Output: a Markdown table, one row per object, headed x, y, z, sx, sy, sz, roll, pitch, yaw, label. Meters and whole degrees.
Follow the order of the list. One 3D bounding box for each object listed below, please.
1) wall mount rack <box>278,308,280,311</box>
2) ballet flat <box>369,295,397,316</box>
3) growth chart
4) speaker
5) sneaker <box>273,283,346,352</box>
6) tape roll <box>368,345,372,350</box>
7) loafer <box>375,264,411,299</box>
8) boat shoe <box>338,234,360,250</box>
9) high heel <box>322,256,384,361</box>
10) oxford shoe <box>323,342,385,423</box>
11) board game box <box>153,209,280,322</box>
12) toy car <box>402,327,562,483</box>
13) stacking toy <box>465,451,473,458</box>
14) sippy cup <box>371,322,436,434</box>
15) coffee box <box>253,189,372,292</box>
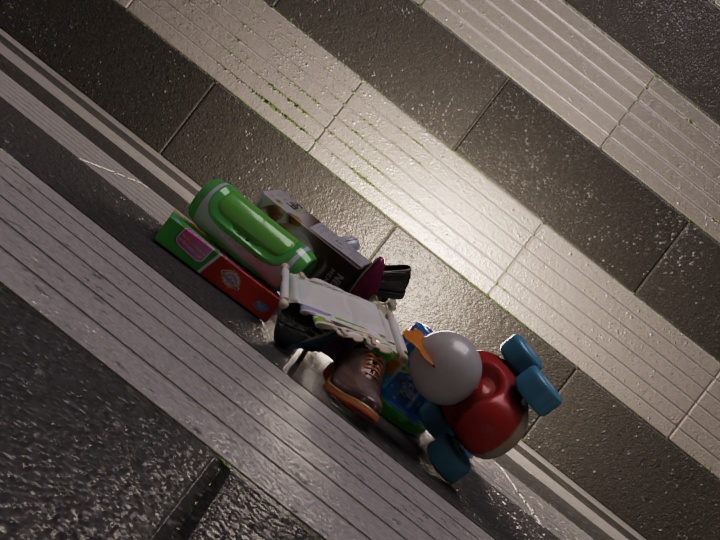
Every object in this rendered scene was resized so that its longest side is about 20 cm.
| x | y | z | sx | sy | sz | roll | pitch | yaw | label |
| --- | --- | --- | --- | --- | --- | --- | --- | --- | --- |
| -0.090 | 0.074 | 1.360 | 0.172 | 0.075 | 0.200 | 5 | -6 | 7 | wall mount rack |
| 0.032 | 0.063 | 1.396 | 0.200 | 0.067 | 0.063 | -83 | 148 | -83 | ballet flat |
| -0.025 | 0.058 | 1.042 | 0.199 | 0.018 | 0.145 | 25 | 21 | -9 | growth chart |
| -0.164 | -0.051 | 1.155 | 0.200 | 0.089 | 0.088 | 39 | 0 | 8 | speaker |
| -0.067 | 0.085 | 1.078 | 0.078 | 0.090 | 0.200 | 33 | 19 | 15 | sneaker |
| 0.052 | 0.182 | 1.333 | 0.202 | 0.071 | 0.202 | 38 | 1 | 0 | tape roll |
| 0.000 | 0.000 | 1.329 | 0.199 | 0.063 | 0.072 | 12 | 25 | -30 | loafer |
| -0.101 | -0.050 | 1.304 | 0.074 | 0.199 | 0.067 | -7 | 90 | -85 | boat shoe |
| 0.014 | 0.076 | 1.199 | 0.096 | 0.201 | 0.067 | 32 | 27 | 5 | high heel |
| -0.002 | 0.137 | 0.987 | 0.071 | 0.073 | 0.200 | 38 | 0 | -16 | oxford shoe |
| -0.214 | -0.010 | 1.142 | 0.200 | 0.040 | 0.153 | 38 | 0 | -14 | board game box |
| 0.126 | 0.136 | 1.006 | 0.200 | 0.184 | 0.177 | 47 | 13 | -18 | toy car |
| 0.239 | 0.240 | 1.340 | 0.110 | 0.199 | 0.117 | 40 | 33 | -34 | stacking toy |
| 0.083 | 0.156 | 1.156 | 0.140 | 0.131 | 0.178 | 41 | 9 | 7 | sippy cup |
| -0.098 | -0.026 | 1.229 | 0.200 | 0.115 | 0.080 | 38 | 16 | 8 | coffee box |
